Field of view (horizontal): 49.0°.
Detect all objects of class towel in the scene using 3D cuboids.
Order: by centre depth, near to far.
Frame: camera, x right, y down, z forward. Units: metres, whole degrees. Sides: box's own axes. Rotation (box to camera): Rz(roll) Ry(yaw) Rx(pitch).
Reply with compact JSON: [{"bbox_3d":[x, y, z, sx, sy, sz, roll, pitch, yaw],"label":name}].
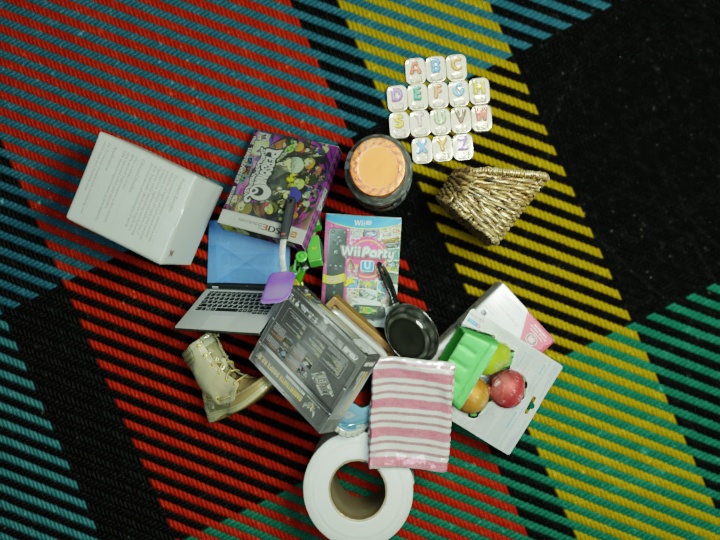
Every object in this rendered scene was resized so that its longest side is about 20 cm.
[{"bbox_3d":[0.085,0.244,1.331,0.142,0.030,0.205,3,106,0],"label":"towel"}]

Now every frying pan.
[{"bbox_3d":[0.064,0.087,1.410,0.190,0.031,0.115,46,50,2],"label":"frying pan"}]

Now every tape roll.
[{"bbox_3d":[-0.001,0.382,1.443,0.197,0.139,0.208,0,91,4],"label":"tape roll"}]

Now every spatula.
[{"bbox_3d":[-0.132,-0.037,1.367,0.055,0.021,0.205,-3,68,24],"label":"spatula"}]

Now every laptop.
[{"bbox_3d":[-0.232,0.008,1.438,0.183,0.201,0.118,1,124,24],"label":"laptop"}]

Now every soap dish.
[{"bbox_3d":[-0.054,0.152,1.433,0.157,0.082,0.200,40,112,-15],"label":"soap dish"}]

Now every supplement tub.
[{"bbox_3d":[0.033,-0.172,1.405,0.119,0.200,0.126,0,90,4],"label":"supplement tub"}]

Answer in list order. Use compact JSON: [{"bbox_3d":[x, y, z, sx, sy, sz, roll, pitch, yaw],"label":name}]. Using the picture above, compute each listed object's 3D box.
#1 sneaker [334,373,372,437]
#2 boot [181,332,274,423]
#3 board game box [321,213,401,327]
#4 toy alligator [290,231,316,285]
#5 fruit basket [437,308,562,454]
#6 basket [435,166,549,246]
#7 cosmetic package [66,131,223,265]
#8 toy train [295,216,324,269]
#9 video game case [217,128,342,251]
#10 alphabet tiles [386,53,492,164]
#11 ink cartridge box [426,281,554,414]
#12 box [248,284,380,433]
[{"bbox_3d":[0.035,0.221,1.390,0.078,0.197,0.092,38,130,33],"label":"sneaker"},{"bbox_3d":[-0.246,0.183,1.456,0.198,0.072,0.158,-29,84,43],"label":"boot"},{"bbox_3d":[0.000,0.000,1.478,0.144,0.064,0.206,3,90,2],"label":"board game box"},{"bbox_3d":[-0.133,0.019,1.486,0.053,0.059,0.205,14,91,3],"label":"toy alligator"},{"bbox_3d":[0.227,0.195,1.384,0.197,0.094,0.188,30,94,-13],"label":"fruit basket"},{"bbox_3d":[0.226,-0.143,1.396,0.142,0.200,0.150,38,95,3],"label":"basket"},{"bbox_3d":[-0.389,-0.126,1.442,0.197,0.166,0.170,25,92,6],"label":"cosmetic package"},{"bbox_3d":[-0.100,-0.098,1.464,0.055,0.042,0.205,-9,69,2],"label":"toy train"},{"bbox_3d":[-0.147,-0.151,1.447,0.177,0.036,0.204,15,73,19],"label":"video game case"},{"bbox_3d":[0.149,-0.305,1.490,0.195,0.015,0.201,-4,90,4],"label":"alphabet tiles"},{"bbox_3d":[0.234,0.143,1.455,0.200,0.083,0.147,-44,89,3],"label":"ink cartridge box"},{"bbox_3d":[-0.081,0.148,1.335,0.199,0.048,0.160,40,108,28],"label":"box"}]
